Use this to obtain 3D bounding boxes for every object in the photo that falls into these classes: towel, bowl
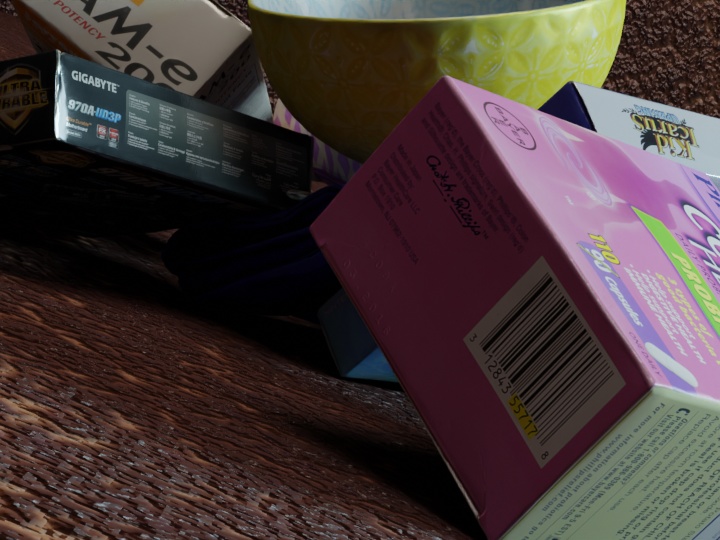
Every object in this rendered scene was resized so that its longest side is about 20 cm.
[{"bbox_3d":[0.012,0.004,1.196,0.147,0.050,0.200,-13,-17,43],"label":"towel"},{"bbox_3d":[0.042,-0.096,1.170,0.199,0.108,0.200,-3,15,1],"label":"bowl"}]

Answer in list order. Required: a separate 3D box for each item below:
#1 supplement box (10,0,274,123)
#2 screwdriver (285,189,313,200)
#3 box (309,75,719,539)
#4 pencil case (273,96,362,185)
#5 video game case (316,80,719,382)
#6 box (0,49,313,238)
[{"bbox_3d":[-0.121,-0.112,1.295,0.126,0.074,0.200,38,-12,14],"label":"supplement box"},{"bbox_3d":[0.028,-0.034,1.209,0.028,0.029,0.200,-13,-19,40],"label":"screwdriver"},{"bbox_3d":[0.107,0.030,0.948,0.200,0.097,0.176,16,34,-47],"label":"box"},{"bbox_3d":[0.008,-0.074,1.334,0.084,0.085,0.200,53,-10,-22],"label":"pencil case"},{"bbox_3d":[0.108,-0.006,1.126,0.181,0.200,0.046,9,50,-42],"label":"video game case"},{"bbox_3d":[-0.146,-0.059,1.137,0.159,0.046,0.200,-6,-12,36],"label":"box"}]
